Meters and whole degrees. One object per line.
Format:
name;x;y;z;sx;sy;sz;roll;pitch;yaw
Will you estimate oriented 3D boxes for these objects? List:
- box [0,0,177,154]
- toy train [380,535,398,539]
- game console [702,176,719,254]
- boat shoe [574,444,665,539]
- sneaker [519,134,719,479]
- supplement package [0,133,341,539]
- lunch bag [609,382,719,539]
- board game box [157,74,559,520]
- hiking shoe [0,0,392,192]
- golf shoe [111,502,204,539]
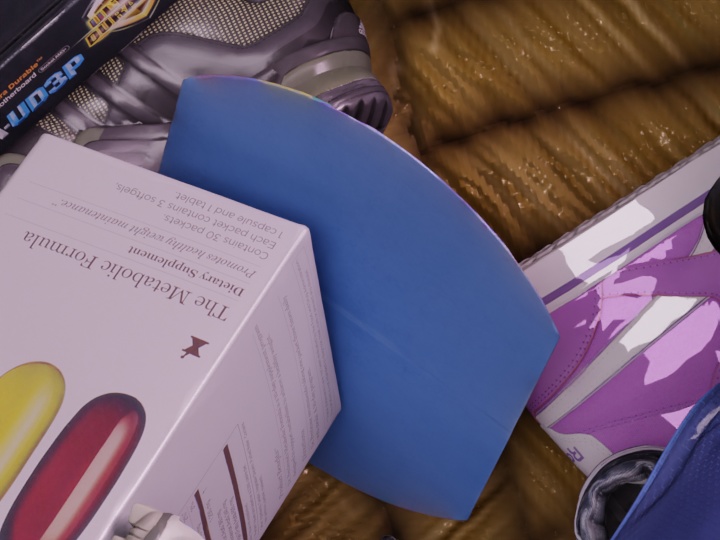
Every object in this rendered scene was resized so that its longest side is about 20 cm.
box;-0.171;-0.132;1.097;0.159;0.046;0.200;-39;62;9
toy train;-0.028;0.190;1.088;0.046;0.034;0.201;12;74;32
game console;0.234;-0.037;0.876;0.200;0.116;0.176;35;111;5
boat shoe;0.136;0.148;0.996;0.071;0.091;0.201;-37;83;6
sneaker;0.148;0.005;1.063;0.200;0.073;0.115;-34;88;20
supplement package;-0.104;0.073;1.008;0.113;0.110;0.200;19;57;21
lunch bag;0.178;0.131;0.904;0.200;0.132;0.136;31;88;-23
board game box;0.000;0.000;1.056;0.158;0.200;0.039;36;56;10
hiking shoe;-0.090;-0.066;1.112;0.199;0.076;0.101;-15;71;8
golf shoe;-0.032;0.155;0.973;0.097;0.200;0.079;21;70;20
